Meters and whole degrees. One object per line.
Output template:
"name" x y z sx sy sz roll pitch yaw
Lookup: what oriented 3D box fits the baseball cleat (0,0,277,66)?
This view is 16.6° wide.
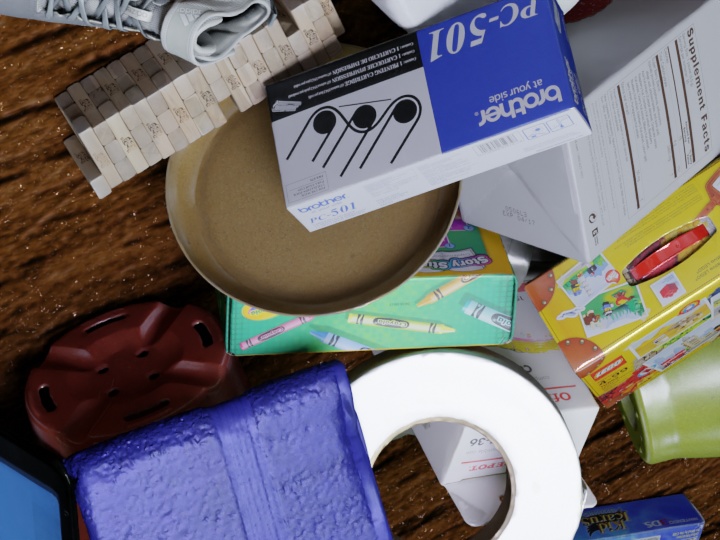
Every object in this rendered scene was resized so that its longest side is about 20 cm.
"baseball cleat" -0.147 -0.174 1.536 0.199 0.107 0.070 -7 132 -23

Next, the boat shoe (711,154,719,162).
"boat shoe" 0.228 -0.059 1.863 0.060 0.072 0.203 -15 140 -37

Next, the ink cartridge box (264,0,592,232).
"ink cartridge box" 0.042 -0.104 1.589 0.199 0.095 0.044 -19 153 15

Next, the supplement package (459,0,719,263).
"supplement package" 0.165 -0.118 1.695 0.200 0.121 0.120 -38 130 -32

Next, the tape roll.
"tape roll" 0.055 0.149 1.712 0.201 0.037 0.204 -1 102 -3

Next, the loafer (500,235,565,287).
"loafer" 0.102 -0.022 1.820 0.199 0.070 0.070 -5 126 -26

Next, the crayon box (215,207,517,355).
"crayon box" 0.000 0.000 1.709 0.198 0.119 0.059 -2 122 -8

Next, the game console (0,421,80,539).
"game console" -0.289 0.192 1.718 0.175 0.117 0.201 -10 128 -14

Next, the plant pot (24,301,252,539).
"plant pot" -0.138 0.142 1.738 0.200 0.201 0.196 -25 125 -11

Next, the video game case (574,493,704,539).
"video game case" 0.183 0.286 2.122 0.199 0.046 0.182 -6 127 -27

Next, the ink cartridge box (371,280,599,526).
"ink cartridge box" 0.094 0.086 1.804 0.116 0.201 0.068 -7 138 -25

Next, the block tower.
"block tower" -0.106 -0.130 1.630 0.199 0.054 0.058 -33 133 -4

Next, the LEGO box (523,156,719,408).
"LEGO box" 0.230 0.003 1.768 0.199 0.077 0.149 -33 161 6

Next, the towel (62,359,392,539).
"towel" -0.086 0.153 1.642 0.199 0.050 0.149 -19 108 -14

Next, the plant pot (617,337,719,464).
"plant pot" 0.292 0.062 1.928 0.192 0.201 0.201 -17 132 -3

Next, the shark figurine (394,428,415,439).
"shark figurine" 0.026 0.124 1.880 0.213 0.090 0.129 -11 127 -25

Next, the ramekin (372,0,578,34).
"ramekin" 0.075 -0.241 1.618 0.199 0.098 0.202 -15 130 -19

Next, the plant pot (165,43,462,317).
"plant pot" -0.030 -0.057 1.644 0.199 0.201 0.028 -30 156 -6
